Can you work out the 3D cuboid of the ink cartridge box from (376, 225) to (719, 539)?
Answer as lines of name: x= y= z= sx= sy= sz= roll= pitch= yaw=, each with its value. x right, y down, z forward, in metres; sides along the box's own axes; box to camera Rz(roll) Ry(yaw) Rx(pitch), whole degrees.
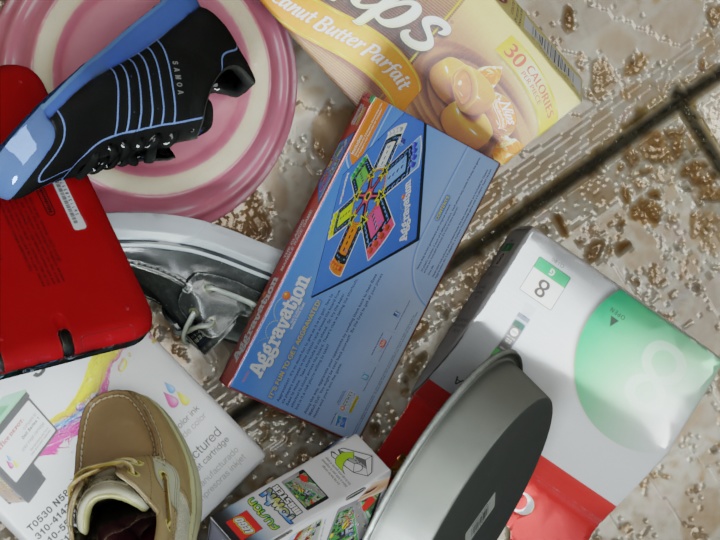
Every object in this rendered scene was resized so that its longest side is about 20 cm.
ink cartridge box: x=0.118 y=0.097 z=1.642 sx=0.161 sy=0.050 sz=0.200 roll=34 pitch=80 yaw=-10

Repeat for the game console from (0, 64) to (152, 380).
game console: x=-0.247 y=-0.002 z=1.499 sx=0.172 sy=0.119 sz=0.200 roll=-14 pitch=66 yaw=-32

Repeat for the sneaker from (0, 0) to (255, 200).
sneaker: x=-0.140 y=-0.091 z=1.491 sx=0.078 sy=0.070 sz=0.200 roll=48 pitch=55 yaw=-5

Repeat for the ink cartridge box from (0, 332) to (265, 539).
ink cartridge box: x=-0.182 y=0.092 z=1.550 sx=0.145 sy=0.084 sz=0.200 roll=-45 pitch=98 yaw=-10

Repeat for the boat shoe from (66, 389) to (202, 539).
boat shoe: x=-0.133 y=0.141 z=1.431 sx=0.074 sy=0.200 sz=0.066 roll=-25 pitch=138 yaw=11

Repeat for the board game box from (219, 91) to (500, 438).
board game box: x=0.000 y=0.000 z=1.563 sx=0.103 sy=0.019 sz=0.201 roll=26 pitch=93 yaw=-30

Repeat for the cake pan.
cake pan: x=0.058 y=0.143 z=1.536 sx=0.037 sy=0.200 sz=0.201 roll=30 pitch=82 yaw=17

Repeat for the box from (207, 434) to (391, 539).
box: x=-0.046 y=0.192 z=1.497 sx=0.110 sy=0.200 sz=0.035 roll=-27 pitch=58 yaw=-30

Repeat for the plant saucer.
plant saucer: x=-0.135 y=-0.121 z=1.581 sx=0.200 sy=0.051 sz=0.201 roll=0 pitch=89 yaw=-13

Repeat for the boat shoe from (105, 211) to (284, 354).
boat shoe: x=-0.089 y=0.017 z=1.571 sx=0.199 sy=0.072 sz=0.071 roll=15 pitch=70 yaw=-17

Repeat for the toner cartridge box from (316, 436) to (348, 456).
toner cartridge box: x=-0.077 y=0.185 z=1.568 sx=0.200 sy=0.095 sz=0.043 roll=-39 pitch=89 yaw=-11

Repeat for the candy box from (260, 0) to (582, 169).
candy box: x=0.035 y=-0.152 z=1.593 sx=0.115 sy=0.055 sz=0.200 roll=-39 pitch=101 yaw=16
